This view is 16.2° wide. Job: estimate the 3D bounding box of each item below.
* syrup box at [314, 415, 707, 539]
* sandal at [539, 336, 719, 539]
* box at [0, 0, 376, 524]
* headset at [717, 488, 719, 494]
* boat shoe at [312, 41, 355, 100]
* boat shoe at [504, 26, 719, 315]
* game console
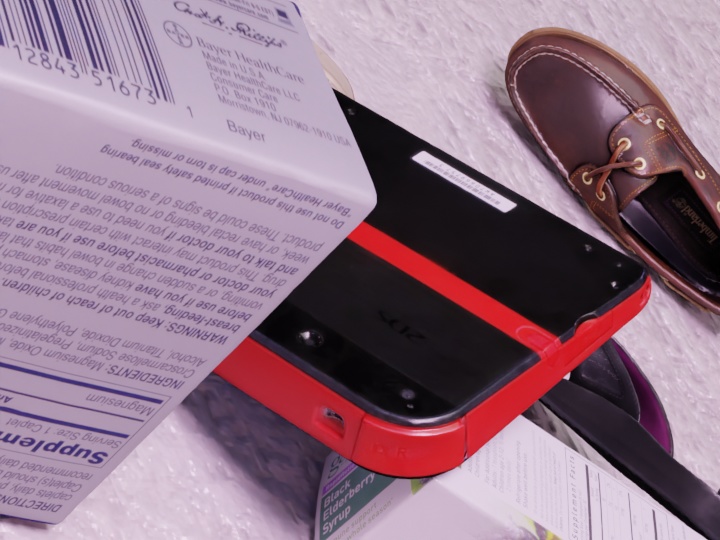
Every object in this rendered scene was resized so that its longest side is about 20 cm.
[{"bbox_3d":[0.081,0.132,1.093,0.200,0.079,0.082,34,32,-22],"label":"syrup box"},{"bbox_3d":[0.123,0.063,1.203,0.200,0.048,0.075,40,-2,38],"label":"sandal"},{"bbox_3d":[-0.132,-0.020,0.879,0.184,0.200,0.105,17,39,-41],"label":"box"},{"bbox_3d":[0.259,0.164,1.320,0.200,0.094,0.124,44,21,-37],"label":"headset"},{"bbox_3d":[-0.081,-0.109,1.183,0.200,0.074,0.069,35,26,-22],"label":"boat shoe"},{"bbox_3d":[0.158,-0.054,1.428,0.200,0.070,0.070,42,26,-9],"label":"boat shoe"},{"bbox_3d":[0.000,0.000,1.084,0.200,0.031,0.177,31,41,25],"label":"game console"}]
